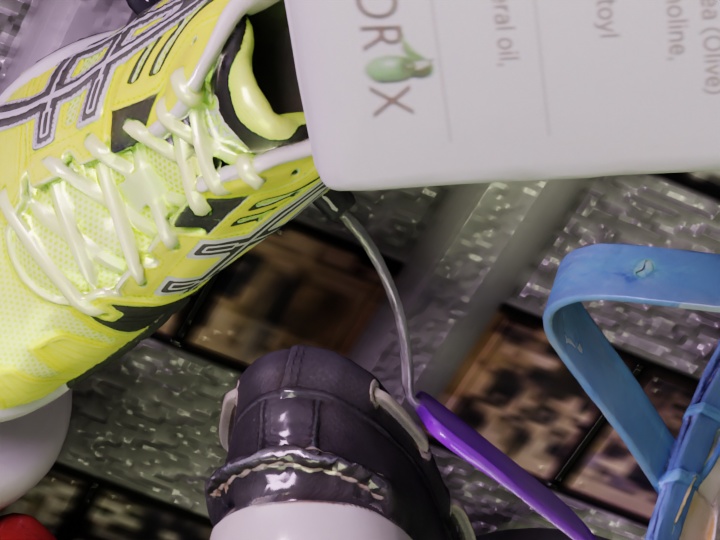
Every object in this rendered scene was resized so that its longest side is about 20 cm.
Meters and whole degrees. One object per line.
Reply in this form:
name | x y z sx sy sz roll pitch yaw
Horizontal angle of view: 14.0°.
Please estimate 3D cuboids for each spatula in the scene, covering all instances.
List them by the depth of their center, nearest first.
spatula | 0.000 0.000 0.782 0.021 0.057 0.200 -35 98 2

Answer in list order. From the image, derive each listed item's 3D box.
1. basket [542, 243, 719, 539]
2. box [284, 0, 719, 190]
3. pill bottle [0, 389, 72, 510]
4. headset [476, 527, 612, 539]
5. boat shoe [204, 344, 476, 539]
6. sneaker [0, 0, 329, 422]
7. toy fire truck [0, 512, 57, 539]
basket | 0.156 0.059 0.765 0.175 0.140 0.200 4 144 30
box | 0.068 -0.153 0.559 0.170 0.200 0.201 -2 132 7
pill bottle | -0.185 0.055 0.833 0.200 0.110 0.110 -31 122 30
headset | 0.108 0.139 0.921 0.199 0.094 0.124 25 136 4
boat shoe | -0.002 0.081 0.821 0.073 0.061 0.200 -4 156 12
sneaker | -0.046 -0.035 0.723 0.200 0.076 0.075 -41 92 11
toy fire truck | -0.096 0.123 0.844 0.129 0.200 0.176 47 146 -9
